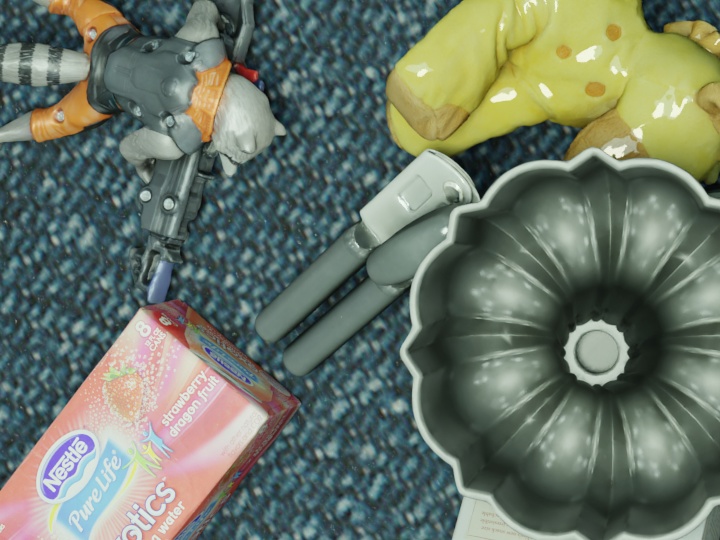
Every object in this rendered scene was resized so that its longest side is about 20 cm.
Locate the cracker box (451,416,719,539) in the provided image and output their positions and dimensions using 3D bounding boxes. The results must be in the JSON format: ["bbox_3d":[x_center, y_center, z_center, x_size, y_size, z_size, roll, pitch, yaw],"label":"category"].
[{"bbox_3d":[0.131,0.116,1.169,0.133,0.058,0.201,10,67,21],"label":"cracker box"}]

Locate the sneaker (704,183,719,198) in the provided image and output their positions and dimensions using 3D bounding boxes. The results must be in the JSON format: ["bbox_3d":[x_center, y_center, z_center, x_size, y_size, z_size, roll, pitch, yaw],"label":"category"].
[{"bbox_3d":[0.169,-0.004,1.213,0.198,0.078,0.080,-2,100,10],"label":"sneaker"}]

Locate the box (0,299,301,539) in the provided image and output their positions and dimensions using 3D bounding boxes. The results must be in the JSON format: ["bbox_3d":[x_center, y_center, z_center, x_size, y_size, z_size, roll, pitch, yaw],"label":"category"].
[{"bbox_3d":[-0.140,0.125,1.259,0.102,0.095,0.200,40,98,7],"label":"box"}]

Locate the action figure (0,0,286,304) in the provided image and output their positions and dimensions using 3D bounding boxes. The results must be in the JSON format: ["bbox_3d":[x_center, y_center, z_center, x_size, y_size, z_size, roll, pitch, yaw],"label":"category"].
[{"bbox_3d":[-0.139,-0.085,1.251,0.192,0.105,0.202,11,92,19],"label":"action figure"}]

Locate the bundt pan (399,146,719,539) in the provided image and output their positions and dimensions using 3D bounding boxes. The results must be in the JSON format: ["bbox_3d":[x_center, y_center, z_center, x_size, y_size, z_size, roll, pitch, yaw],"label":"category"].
[{"bbox_3d":[0.125,0.038,1.099,0.200,0.076,0.204,1,95,13],"label":"bundt pan"}]

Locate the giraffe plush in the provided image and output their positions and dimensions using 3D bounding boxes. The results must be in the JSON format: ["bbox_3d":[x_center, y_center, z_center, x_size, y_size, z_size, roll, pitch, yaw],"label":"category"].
[{"bbox_3d":[0.131,-0.100,1.164,0.162,0.172,0.200,45,114,6],"label":"giraffe plush"}]

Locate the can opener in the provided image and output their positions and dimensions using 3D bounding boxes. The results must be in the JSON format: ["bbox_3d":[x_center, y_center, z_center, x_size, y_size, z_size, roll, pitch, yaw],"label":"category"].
[{"bbox_3d":[0.000,0.000,1.201,0.053,0.066,0.200,52,138,3],"label":"can opener"}]
